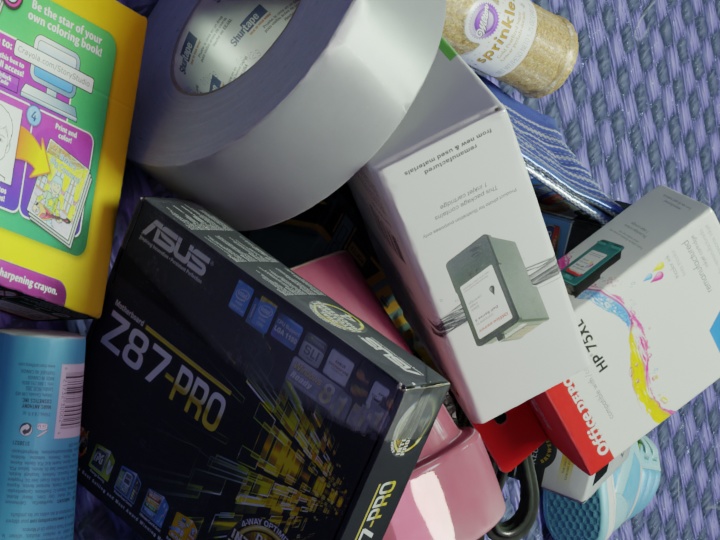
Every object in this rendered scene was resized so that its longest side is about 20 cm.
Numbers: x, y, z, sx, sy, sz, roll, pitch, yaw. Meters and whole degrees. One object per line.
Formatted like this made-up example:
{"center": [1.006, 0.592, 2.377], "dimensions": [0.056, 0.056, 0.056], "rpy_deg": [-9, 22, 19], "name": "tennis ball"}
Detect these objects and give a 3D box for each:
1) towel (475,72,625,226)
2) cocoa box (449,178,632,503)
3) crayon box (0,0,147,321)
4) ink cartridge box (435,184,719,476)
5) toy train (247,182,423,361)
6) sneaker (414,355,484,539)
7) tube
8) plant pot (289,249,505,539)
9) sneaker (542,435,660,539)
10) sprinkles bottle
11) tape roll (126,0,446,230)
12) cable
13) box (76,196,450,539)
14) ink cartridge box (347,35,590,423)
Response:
{"center": [0.111, -0.105, 1.154], "dimensions": [0.144, 0.200, 0.024], "rpy_deg": [31, 105, -21], "name": "towel"}
{"center": [0.147, 0.046, 1.196], "dimensions": [0.133, 0.130, 0.202], "rpy_deg": [-20, 124, -65], "name": "cocoa box"}
{"center": [-0.202, -0.081, 0.802], "dimensions": [0.199, 0.058, 0.174], "rpy_deg": [25, 67, -54], "name": "crayon box"}
{"center": [0.162, 0.051, 1.065], "dimensions": [0.199, 0.067, 0.117], "rpy_deg": [-37, 117, -7], "name": "ink cartridge box"}
{"center": [0.000, 0.000, 1.090], "dimensions": [0.115, 0.085, 0.200], "rpy_deg": [-59, 139, -20], "name": "toy train"}
{"center": [0.021, 0.133, 1.109], "dimensions": [0.077, 0.088, 0.201], "rpy_deg": [-31, 126, -25], "name": "sneaker"}
{"center": [-0.178, 0.133, 0.846], "dimensions": [0.077, 0.050, 0.202], "rpy_deg": [5, 89, -47], "name": "tube"}
{"center": [-0.036, 0.093, 0.946], "dimensions": [0.199, 0.199, 0.181], "rpy_deg": [-20, 89, -55], "name": "plant pot"}
{"center": [0.216, 0.135, 1.406], "dimensions": [0.130, 0.079, 0.202], "rpy_deg": [-11, 107, -54], "name": "sneaker"}
{"center": [0.074, -0.190, 1.171], "dimensions": [0.199, 0.068, 0.069], "rpy_deg": [19, 73, -40], "name": "sprinkles bottle"}
{"center": [-0.048, -0.124, 0.903], "dimensions": [0.066, 0.199, 0.202], "rpy_deg": [38, 57, -35], "name": "tape roll"}
{"center": [0.099, 0.093, 1.124], "dimensions": [0.096, 0.050, 0.201], "rpy_deg": [-26, 120, -16], "name": "cable"}
{"center": [-0.065, 0.078, 0.831], "dimensions": [0.049, 0.199, 0.162], "rpy_deg": [2, 118, -55], "name": "box"}
{"center": [0.051, -0.032, 0.953], "dimensions": [0.146, 0.083, 0.201], "rpy_deg": [58, -7, 53], "name": "ink cartridge box"}
